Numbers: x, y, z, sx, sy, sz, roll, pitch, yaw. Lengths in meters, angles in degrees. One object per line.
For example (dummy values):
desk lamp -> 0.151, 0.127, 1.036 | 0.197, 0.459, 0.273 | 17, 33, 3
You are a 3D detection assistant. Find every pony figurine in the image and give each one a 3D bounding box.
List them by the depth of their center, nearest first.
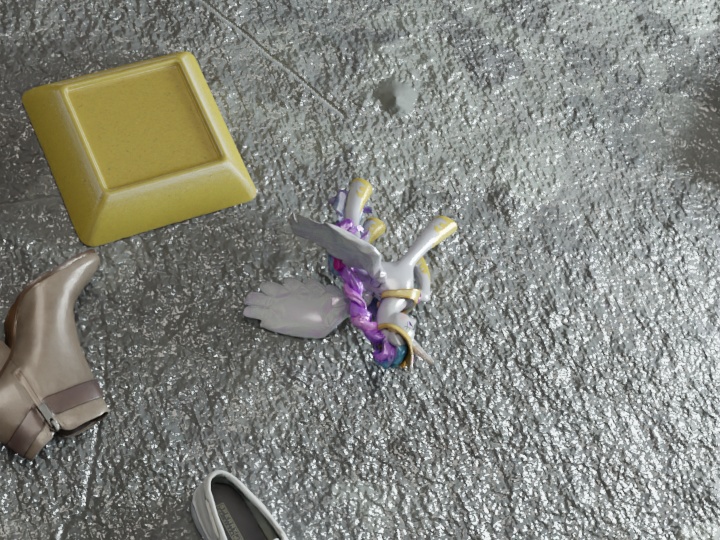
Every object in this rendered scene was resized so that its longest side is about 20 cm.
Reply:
pony figurine -> 0.000, 0.000, 1.561 | 0.193, 0.167, 0.200 | 24, 44, -9

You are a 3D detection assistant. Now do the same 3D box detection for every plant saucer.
plant saucer -> -0.232, -0.143, 1.623 | 0.200, 0.048, 0.200 | -18, 69, -21

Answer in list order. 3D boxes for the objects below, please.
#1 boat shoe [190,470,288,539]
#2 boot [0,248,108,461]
boat shoe -> -0.093, 0.276, 1.428 | 0.074, 0.065, 0.200 | -34, 75, -26
boot -> -0.295, 0.086, 1.484 | 0.200, 0.070, 0.146 | -38, 83, -26
